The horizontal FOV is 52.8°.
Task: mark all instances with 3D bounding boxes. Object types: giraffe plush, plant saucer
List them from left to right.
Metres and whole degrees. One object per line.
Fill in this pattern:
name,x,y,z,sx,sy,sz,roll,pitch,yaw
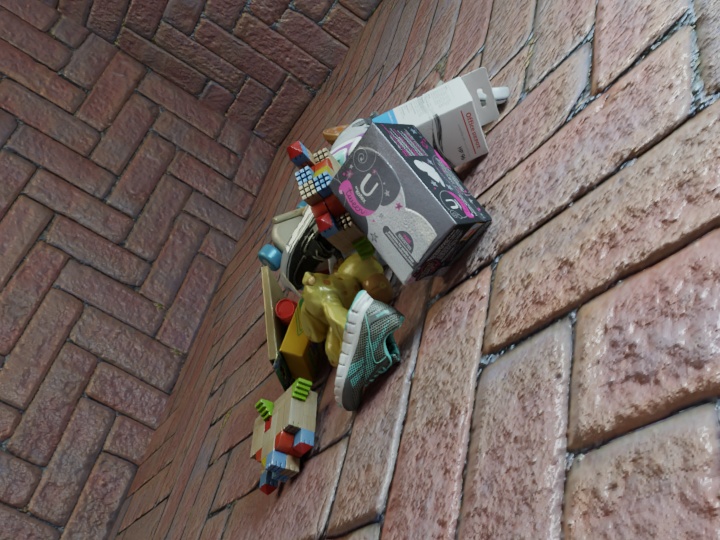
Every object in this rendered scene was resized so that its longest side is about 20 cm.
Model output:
giraffe plush,-0.017,0.043,1.246,0.161,0.202,0.172,-35,0,-27
plant saucer,0.021,-0.278,1.491,0.200,0.196,0.038,-119,22,-71

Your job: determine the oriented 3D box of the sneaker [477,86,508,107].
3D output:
sneaker,0.189,-0.277,1.281,0.199,0.072,0.072,0,101,59

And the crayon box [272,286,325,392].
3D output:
crayon box,-0.100,0.127,1.400,0.127,0.051,0.203,79,-152,-59

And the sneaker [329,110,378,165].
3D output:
sneaker,0.028,-0.240,1.314,0.196,0.078,0.142,-6,49,26

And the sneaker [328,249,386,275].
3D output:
sneaker,0.000,0.000,1.366,0.075,0.112,0.204,-71,-20,-67

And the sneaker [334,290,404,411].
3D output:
sneaker,0.015,0.135,1.099,0.078,0.089,0.204,-54,-22,-61

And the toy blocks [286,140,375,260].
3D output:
toy blocks,-0.053,-0.122,1.161,0.099,0.137,0.203,-26,64,13

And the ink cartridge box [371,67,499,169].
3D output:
ink cartridge box,0.132,-0.226,1.168,0.197,0.117,0.069,-25,47,8

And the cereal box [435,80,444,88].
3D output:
cereal box,0.151,-0.297,1.460,0.145,0.039,0.201,-56,17,17

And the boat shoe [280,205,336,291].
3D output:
boat shoe,-0.078,-0.048,1.267,0.071,0.071,0.203,33,106,36

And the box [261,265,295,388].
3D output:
box,-0.164,0.117,1.459,0.164,0.021,0.204,75,-174,-60

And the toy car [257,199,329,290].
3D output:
toy car,-0.126,-0.029,1.744,0.185,0.175,0.201,-53,-17,-22

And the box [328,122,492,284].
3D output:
box,0.068,-0.099,1.062,0.114,0.201,0.133,-9,-34,-51

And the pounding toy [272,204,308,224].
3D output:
pounding toy,-0.060,-0.141,1.544,0.203,0.140,0.184,-61,-13,-2

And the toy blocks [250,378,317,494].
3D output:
toy blocks,-0.137,0.300,1.270,0.200,0.099,0.139,-45,31,40

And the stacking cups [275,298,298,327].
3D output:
stacking cups,-0.125,0.096,1.470,0.061,0.060,0.200,-63,-11,-11

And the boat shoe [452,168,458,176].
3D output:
boat shoe,0.102,-0.158,1.314,0.075,0.073,0.199,-60,22,-16
